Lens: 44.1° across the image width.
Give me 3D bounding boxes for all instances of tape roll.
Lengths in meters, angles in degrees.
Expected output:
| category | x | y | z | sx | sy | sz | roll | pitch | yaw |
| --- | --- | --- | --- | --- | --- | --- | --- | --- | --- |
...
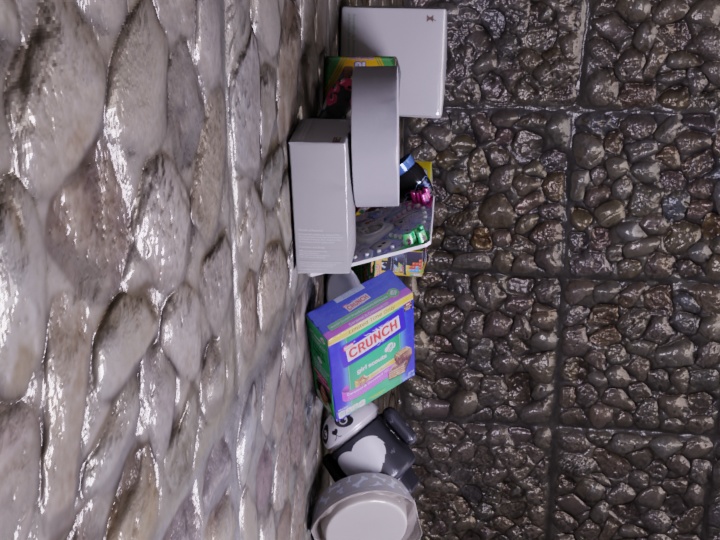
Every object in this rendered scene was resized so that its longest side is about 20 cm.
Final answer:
| category | x | y | z | sx | sy | sz | roll | pitch | yaw |
| --- | --- | --- | --- | --- | --- | --- | --- | --- | --- |
| tape roll | 0.024 | -0.193 | 1.288 | 0.200 | 0.065 | 0.203 | 0 | 90 | -86 |

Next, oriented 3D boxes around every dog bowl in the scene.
| category | x | y | z | sx | sy | sz | roll | pitch | yaw |
| --- | --- | --- | --- | --- | --- | --- | --- | --- | --- |
| dog bowl | 0.007 | 0.430 | 1.523 | 0.059 | 0.198 | 0.202 | -107 | -168 | -56 |

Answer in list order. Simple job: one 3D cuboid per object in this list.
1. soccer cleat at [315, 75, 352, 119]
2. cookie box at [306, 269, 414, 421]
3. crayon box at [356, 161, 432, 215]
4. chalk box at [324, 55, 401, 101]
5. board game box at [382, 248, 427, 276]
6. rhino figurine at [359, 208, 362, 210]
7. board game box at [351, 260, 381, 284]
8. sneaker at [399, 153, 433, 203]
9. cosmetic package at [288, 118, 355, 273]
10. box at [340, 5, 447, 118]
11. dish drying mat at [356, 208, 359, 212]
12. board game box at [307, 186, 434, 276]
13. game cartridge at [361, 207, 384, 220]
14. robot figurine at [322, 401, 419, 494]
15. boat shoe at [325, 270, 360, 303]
| category | x | y | z | sx | sy | sz | roll | pitch | yaw |
| --- | --- | --- | --- | --- | --- | --- | --- | --- | --- |
| soccer cleat | -0.035 | -0.236 | 1.410 | 0.201 | 0.069 | 0.087 | -59 | 168 | -46 |
| cookie box | 0.004 | 0.124 | 1.460 | 0.075 | 0.170 | 0.201 | 42 | -30 | 39 |
| crayon box | 0.063 | -0.149 | 1.875 | 0.059 | 0.170 | 0.201 | 86 | 9 | -45 |
| chalk box | 0.003 | -0.257 | 1.533 | 0.124 | 0.122 | 0.202 | -12 | 105 | -85 |
| board game box | 0.058 | -0.034 | 1.902 | 0.200 | 0.163 | 0.057 | -55 | 149 | -79 |
| rhino figurine | -0.013 | -0.178 | 1.693 | 0.200 | 0.059 | 0.088 | 69 | 21 | -71 |
| board game box | 0.000 | 0.000 | 1.654 | 0.200 | 0.030 | 0.097 | 157 | -64 | -71 |
| sneaker | 0.062 | -0.146 | 1.578 | 0.078 | 0.070 | 0.200 | 51 | -16 | -10 |
| cosmetic package | -0.051 | -0.107 | 1.269 | 0.107 | 0.089 | 0.202 | -77 | 164 | -64 |
| box | 0.066 | -0.403 | 1.707 | 0.171 | 0.198 | 0.201 | -73 | 165 | -74 |
| dish drying mat | -0.028 | -0.123 | 1.594 | 0.077 | 0.018 | 0.200 | -52 | 169 | -5 |
| board game box | 0.018 | -0.067 | 1.424 | 0.200 | 0.198 | 0.026 | -76 | 149 | -64 |
| game cartridge | 0.001 | -0.068 | 1.601 | 0.038 | 0.129 | 0.200 | 48 | 17 | -8 |
| robot figurine | 0.018 | 0.328 | 1.597 | 0.201 | 0.150 | 0.125 | 52 | -20 | 6 |
| boat shoe | -0.029 | 0.080 | 1.628 | 0.068 | 0.071 | 0.202 | 31 | -40 | 59 |
